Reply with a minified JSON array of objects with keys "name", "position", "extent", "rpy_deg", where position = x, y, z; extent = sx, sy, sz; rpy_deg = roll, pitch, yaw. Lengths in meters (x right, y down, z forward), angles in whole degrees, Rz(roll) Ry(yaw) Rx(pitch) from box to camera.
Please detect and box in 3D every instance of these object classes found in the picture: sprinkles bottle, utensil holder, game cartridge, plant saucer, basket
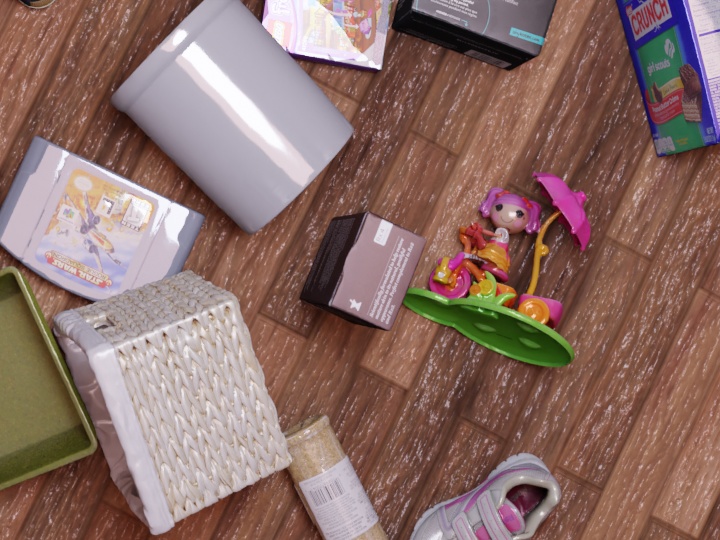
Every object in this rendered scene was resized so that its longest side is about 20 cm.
[{"name":"sprinkles bottle","position":[-0.020,0.255,1.728],"extent":[0.068,0.068,0.202],"rpy_deg":[-27,94,-7]},{"name":"utensil holder","position":[-0.127,-0.162,1.662],"extent":[0.200,0.170,0.170],"rpy_deg":[45,84,-9]},{"name":"game cartridge","position":[-0.278,-0.039,1.704],"extent":[0.198,0.042,0.135],"rpy_deg":[25,83,-8]},{"name":"plant saucer","position":[-0.368,0.114,1.650],"extent":[0.198,0.048,0.202],"rpy_deg":[-22,94,27]},{"name":"basket","position":[-0.190,0.120,1.621],"extent":[0.159,0.198,0.202],"rpy_deg":[-24,106,-16]}]

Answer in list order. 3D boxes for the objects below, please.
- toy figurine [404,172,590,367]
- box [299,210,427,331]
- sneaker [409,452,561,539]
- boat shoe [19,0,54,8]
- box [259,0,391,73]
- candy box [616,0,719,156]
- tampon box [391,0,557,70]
[{"name":"toy figurine","position":[0.164,-0.020,1.745],"extent":[0.198,0.150,0.186],"rpy_deg":[18,73,16]},{"name":"box","position":[0.000,0.000,1.662],"extent":[0.074,0.200,0.101],"rpy_deg":[23,87,-8]},{"name":"sneaker","position":[0.133,0.267,1.732],"extent":[0.199,0.088,0.082],"rpy_deg":[-39,96,-14]},{"name":"boat shoe","position":[-0.387,-0.352,1.672],"extent":[0.200,0.062,0.075],"rpy_deg":[45,86,-5]},{"name":"box","position":[-0.030,-0.323,1.737],"extent":[0.135,0.039,0.203],"rpy_deg":[9,89,-9]},{"name":"candy box","position":[0.353,-0.232,1.731],"extent":[0.076,0.169,0.203],"rpy_deg":[-14,92,-12]},{"name":"tampon box","position":[0.137,-0.336,1.718],"extent":[0.148,0.126,0.202],"rpy_deg":[19,87,-9]}]
